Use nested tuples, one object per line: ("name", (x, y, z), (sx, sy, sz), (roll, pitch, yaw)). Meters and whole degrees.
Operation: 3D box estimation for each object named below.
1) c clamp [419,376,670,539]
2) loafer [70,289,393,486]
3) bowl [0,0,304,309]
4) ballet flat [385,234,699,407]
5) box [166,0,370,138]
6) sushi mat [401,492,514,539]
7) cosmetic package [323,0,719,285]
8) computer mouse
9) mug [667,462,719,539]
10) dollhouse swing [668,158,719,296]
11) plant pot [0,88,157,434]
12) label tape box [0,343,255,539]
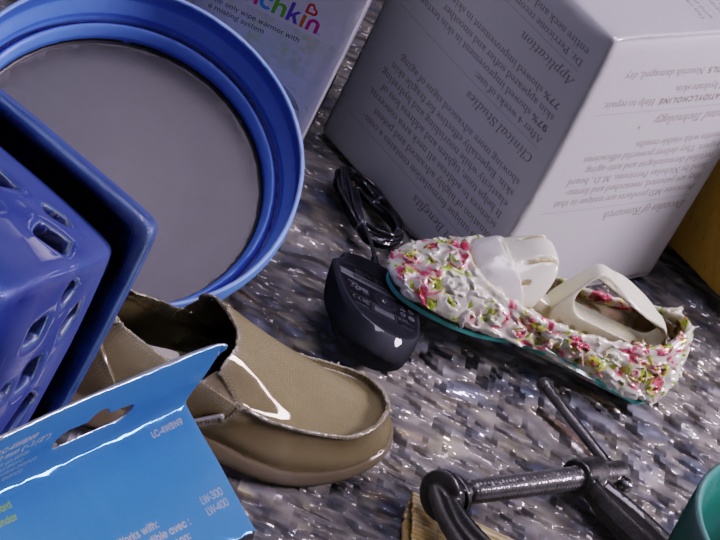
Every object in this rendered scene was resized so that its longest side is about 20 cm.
("c clamp", (0.099, 0.131, 1.510), (0.171, 0.027, 0.200), (45, 27, 23))
("loafer", (-0.067, 0.057, 1.460), (0.199, 0.068, 0.076), (11, 36, -26))
("bowl", (-0.131, -0.060, 1.532), (0.200, 0.039, 0.201), (7, 61, -13))
("ballet flat", (0.108, 0.015, 1.628), (0.200, 0.064, 0.076), (22, 32, -28))
("box", (-0.046, -0.159, 1.679), (0.096, 0.177, 0.200), (27, 31, -2))
("sushi mat", (0.108, 0.184, 1.465), (0.199, 0.012, 0.096), (26, 30, -6))
("cosmetic package", (0.115, -0.114, 1.714), (0.166, 0.200, 0.167), (-9, 48, -43))
("computer mouse", (0.000, 0.000, 1.633), (0.058, 0.034, 0.200), (28, 24, -17))
("mug", (0.228, 0.183, 1.432), (0.184, 0.115, 0.152), (5, 35, -28))
("dollhouse swing", (0.296, -0.046, 1.804), (0.175, 0.182, 0.200), (-18, 54, -37))
("plant pot", (-0.220, 0.010, 1.299), (0.200, 0.200, 0.180), (38, 26, 15))
("label tape box", (-0.117, 0.137, 1.182), (0.066, 0.200, 0.143), (41, 34, 19))
